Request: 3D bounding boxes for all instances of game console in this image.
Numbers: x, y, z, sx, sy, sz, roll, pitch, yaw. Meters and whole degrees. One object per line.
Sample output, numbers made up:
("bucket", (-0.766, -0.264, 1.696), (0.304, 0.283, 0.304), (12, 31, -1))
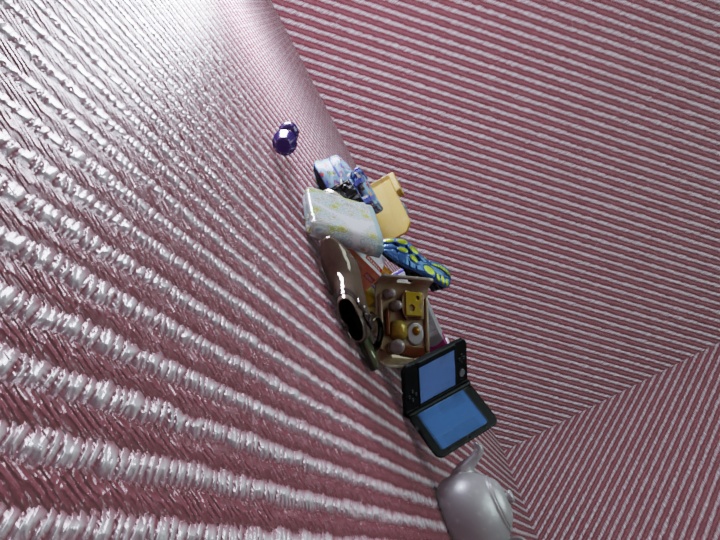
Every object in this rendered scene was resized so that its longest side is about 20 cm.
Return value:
("game console", (0.196, 0.271, 1.576), (0.115, 0.197, 0.181), (18, -60, 48))

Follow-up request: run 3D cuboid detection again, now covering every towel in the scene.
("towel", (-0.042, -0.105, 1.564), (0.167, 0.049, 0.201), (14, 27, -16))

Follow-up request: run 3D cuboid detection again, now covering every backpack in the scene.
("backpack", (-0.042, -0.225, 1.982), (0.203, 0.132, 0.182), (62, 6, 11))

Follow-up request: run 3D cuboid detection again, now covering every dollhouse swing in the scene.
("dollhouse swing", (0.052, -0.159, 2.138), (0.179, 0.197, 0.182), (62, 7, 3))

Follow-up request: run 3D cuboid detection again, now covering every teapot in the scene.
("teapot", (0.257, 0.506, 1.512), (0.203, 0.143, 0.199), (60, 8, -26))

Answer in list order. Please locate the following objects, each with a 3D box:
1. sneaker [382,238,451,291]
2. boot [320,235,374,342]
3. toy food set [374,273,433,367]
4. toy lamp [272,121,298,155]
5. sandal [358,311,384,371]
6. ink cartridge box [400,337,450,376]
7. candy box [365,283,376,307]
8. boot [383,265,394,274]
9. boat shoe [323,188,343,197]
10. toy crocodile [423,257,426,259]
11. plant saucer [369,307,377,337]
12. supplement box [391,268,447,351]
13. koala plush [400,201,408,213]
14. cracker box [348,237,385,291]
("sneaker", (0.121, -0.004, 1.691), (0.197, 0.082, 0.072), (31, 49, -23))
("boot", (-0.029, 0.039, 1.406), (0.203, 0.069, 0.147), (62, 10, -12))
("toy food set", (0.107, 0.114, 1.615), (0.060, 0.140, 0.206), (-19, -111, 60))
("toy lamp", (-0.167, -0.298, 1.635), (0.059, 0.057, 0.201), (60, 8, -19))
("sandal", (0.024, 0.129, 1.504), (0.081, 0.056, 0.203), (58, 9, -35))
("ink cartridge box", (0.187, 0.282, 1.778), (0.087, 0.144, 0.202), (59, 9, -34))
("candy box", (0.000, 0.000, 1.700), (0.101, 0.026, 0.202), (5, 48, -56))
("boot", (0.045, 0.015, 1.894), (0.201, 0.071, 0.144), (43, 1, 20))
("boat shoe", (-0.045, -0.115, 1.824), (0.202, 0.064, 0.072), (54, -38, 6))
("toy crocodile", (0.140, 0.062, 1.874), (0.060, 0.067, 0.205), (20, 71, -22))
("plant saucer", (0.054, 0.119, 1.793), (0.201, 0.048, 0.203), (55, 12, -49))
("supplement box", (0.127, 0.109, 1.761), (0.203, 0.102, 0.101), (66, 8, 32))
("koala plush", (0.080, -0.161, 2.552), (0.181, 0.180, 0.200), (64, -4, 6))
("cracker box", (-0.005, -0.055, 1.668), (0.134, 0.058, 0.201), (44, 23, -11))
